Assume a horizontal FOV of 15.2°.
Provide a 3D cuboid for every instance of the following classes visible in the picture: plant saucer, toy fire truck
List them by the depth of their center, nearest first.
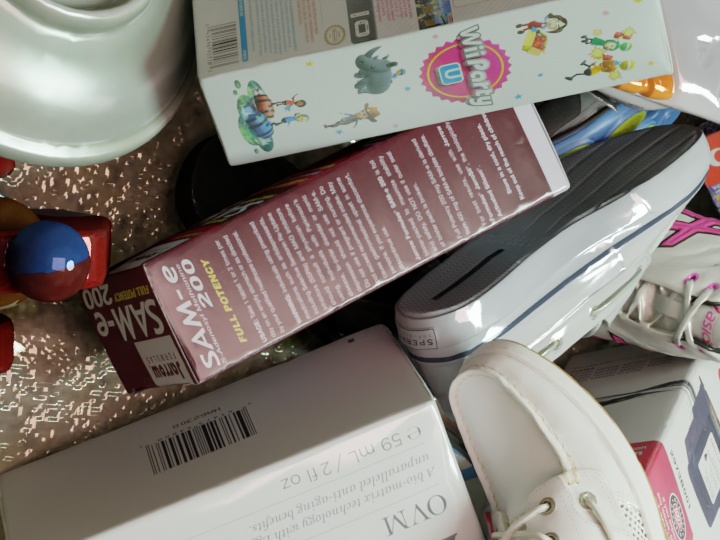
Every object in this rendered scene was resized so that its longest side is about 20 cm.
[{"bbox_3d":[-0.193,-0.004,1.127,0.199,0.168,0.113,-2,98,-30],"label":"toy fire truck"},{"bbox_3d":[-0.139,-0.144,1.156,0.200,0.050,0.201,20,57,-34],"label":"plant saucer"}]

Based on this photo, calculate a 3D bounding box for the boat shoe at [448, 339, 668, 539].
[{"bbox_3d":[0.091,0.122,1.166,0.069,0.071,0.200,-23,73,-37],"label":"boat shoe"}]

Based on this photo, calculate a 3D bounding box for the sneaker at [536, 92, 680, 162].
[{"bbox_3d":[0.128,-0.111,1.363,0.200,0.083,0.071,-48,159,-2],"label":"sneaker"}]

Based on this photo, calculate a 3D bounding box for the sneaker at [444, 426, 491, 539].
[{"bbox_3d":[0.034,0.123,1.335,0.073,0.072,0.200,-46,113,-9],"label":"sneaker"}]

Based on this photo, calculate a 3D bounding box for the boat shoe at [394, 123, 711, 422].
[{"bbox_3d":[0.095,0.000,1.280,0.200,0.073,0.067,-33,118,-29],"label":"boat shoe"}]

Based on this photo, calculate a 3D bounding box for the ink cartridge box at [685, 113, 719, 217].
[{"bbox_3d":[0.231,-0.065,1.402,0.109,0.050,0.201,-21,112,17],"label":"ink cartridge box"}]

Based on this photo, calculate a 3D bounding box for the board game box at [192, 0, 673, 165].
[{"bbox_3d":[0.027,-0.136,1.198,0.199,0.148,0.064,-12,138,7],"label":"board game box"}]

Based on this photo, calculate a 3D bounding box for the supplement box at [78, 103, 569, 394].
[{"bbox_3d":[-0.018,-0.015,1.214,0.200,0.109,0.061,-28,96,-22],"label":"supplement box"}]

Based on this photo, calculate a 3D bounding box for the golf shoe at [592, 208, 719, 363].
[{"bbox_3d":[0.159,0.006,1.330,0.199,0.092,0.073,5,107,0],"label":"golf shoe"}]

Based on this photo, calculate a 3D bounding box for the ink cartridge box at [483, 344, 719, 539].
[{"bbox_3d":[0.139,0.134,1.321,0.200,0.084,0.145,-49,124,-65],"label":"ink cartridge box"}]

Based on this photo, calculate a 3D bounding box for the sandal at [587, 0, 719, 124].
[{"bbox_3d":[0.141,-0.107,1.297,0.206,0.059,0.079,25,74,-16],"label":"sandal"}]

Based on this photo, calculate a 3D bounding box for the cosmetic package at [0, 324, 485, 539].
[{"bbox_3d":[-0.037,0.164,1.234,0.199,0.123,0.201,-22,109,-4],"label":"cosmetic package"}]

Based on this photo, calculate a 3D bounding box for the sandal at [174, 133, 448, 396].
[{"bbox_3d":[-0.001,0.001,1.299,0.200,0.048,0.076,31,62,-29],"label":"sandal"}]
